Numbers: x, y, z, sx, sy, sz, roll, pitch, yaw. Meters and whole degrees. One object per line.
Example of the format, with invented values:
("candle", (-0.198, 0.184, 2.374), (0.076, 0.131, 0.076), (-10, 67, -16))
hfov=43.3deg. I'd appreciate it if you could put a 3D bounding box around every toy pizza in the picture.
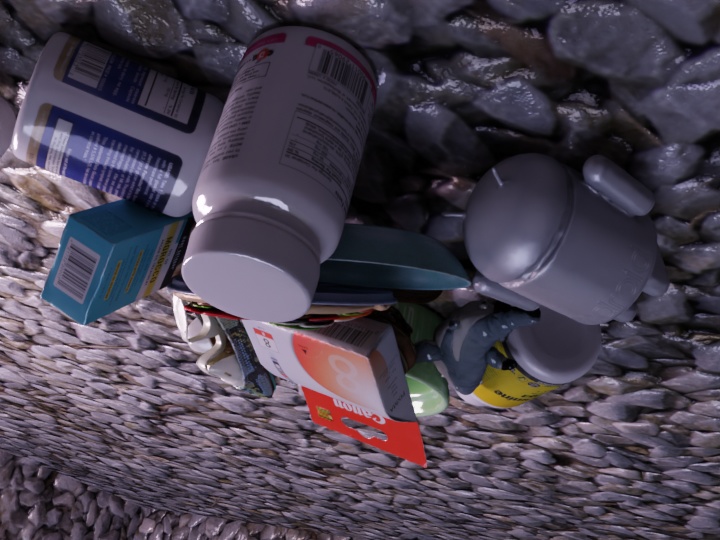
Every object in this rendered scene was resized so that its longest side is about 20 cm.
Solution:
("toy pizza", (-0.067, 0.027, 0.784), (0.198, 0.032, 0.200), (4, -178, 0))

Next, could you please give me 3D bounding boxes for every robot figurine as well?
("robot figurine", (0.169, -0.027, 0.771), (0.198, 0.114, 0.170), (23, 127, -22))

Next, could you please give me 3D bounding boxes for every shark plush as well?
("shark plush", (0.133, 0.068, 0.928), (0.084, 0.091, 0.200), (52, 139, 4))

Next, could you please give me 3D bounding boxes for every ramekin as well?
("ramekin", (0.023, 0.107, 1.157), (0.198, 0.099, 0.200), (12, 156, 5))

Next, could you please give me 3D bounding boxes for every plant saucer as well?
("plant saucer", (0.000, -0.012, 0.799), (0.197, 0.036, 0.200), (5, 174, 0))

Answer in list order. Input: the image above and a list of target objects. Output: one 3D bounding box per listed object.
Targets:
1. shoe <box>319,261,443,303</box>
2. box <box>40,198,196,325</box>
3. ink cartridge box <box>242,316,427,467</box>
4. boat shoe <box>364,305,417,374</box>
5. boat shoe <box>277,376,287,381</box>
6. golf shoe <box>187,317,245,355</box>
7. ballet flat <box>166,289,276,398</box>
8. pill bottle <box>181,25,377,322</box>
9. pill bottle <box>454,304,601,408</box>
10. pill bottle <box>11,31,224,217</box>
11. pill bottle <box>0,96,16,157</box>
("shoe", (0.000, 0.000, 0.944), (0.198, 0.071, 0.053), (9, -164, -36))
("box", (-0.196, -0.022, 0.817), (0.049, 0.083, 0.200), (31, -158, 10))
("ink cartridge box", (-0.025, 0.121, 0.907), (0.161, 0.050, 0.202), (15, 134, 34))
("boat shoe", (0.018, 0.064, 0.954), (0.072, 0.068, 0.200), (63, 163, -13))
("boat shoe", (-0.080, 0.063, 0.979), (0.071, 0.076, 0.201), (-17, 139, -4))
("golf shoe", (-0.120, 0.028, 1.035), (0.199, 0.073, 0.092), (-29, 141, 7))
("ballet flat", (-0.157, 0.070, 0.976), (0.074, 0.074, 0.202), (-5, 119, 36))
("pill bottle", (-0.060, -0.072, 0.678), (0.112, 0.202, 0.114), (11, 150, 6))
("pill bottle", (0.175, 0.092, 1.025), (0.111, 0.114, 0.200), (18, 156, -11))
("pill bottle", (-0.181, -0.112, 0.774), (0.198, 0.112, 0.111), (21, 155, -16))
("pill bottle", (-0.385, -0.168, 0.764), (0.108, 0.111, 0.200), (5, 154, 18))
